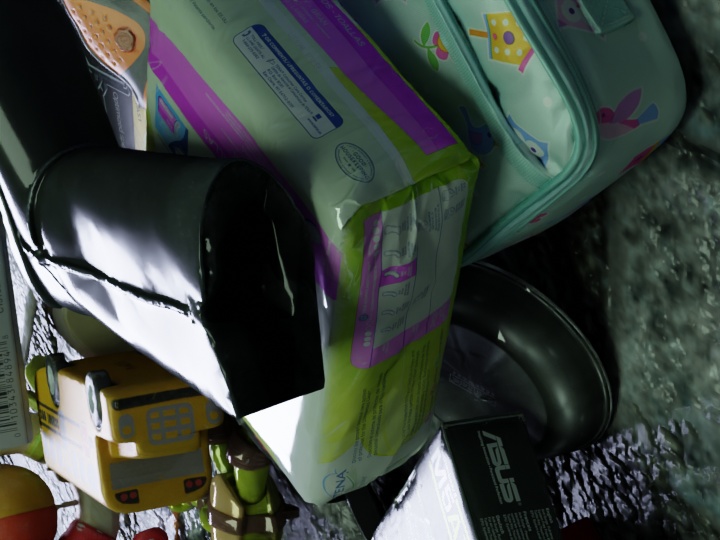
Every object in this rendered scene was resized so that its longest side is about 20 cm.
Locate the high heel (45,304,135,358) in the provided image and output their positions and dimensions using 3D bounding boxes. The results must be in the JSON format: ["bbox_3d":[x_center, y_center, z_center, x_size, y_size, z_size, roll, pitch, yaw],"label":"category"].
[{"bbox_3d":[-0.173,-0.031,1.265,0.143,0.071,0.201,-118,4,-61],"label":"high heel"}]

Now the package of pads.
[{"bbox_3d":[-0.025,-0.016,0.839,0.155,0.068,0.201,51,153,29],"label":"package of pads"}]

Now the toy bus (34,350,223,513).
[{"bbox_3d":[-0.129,0.083,1.140,0.200,0.065,0.079,-172,75,-70],"label":"toy bus"}]

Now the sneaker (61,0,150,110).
[{"bbox_3d":[-0.085,-0.161,0.917,0.111,0.077,0.202,12,106,30],"label":"sneaker"}]

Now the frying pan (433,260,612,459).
[{"bbox_3d":[0.043,0.057,0.943,0.115,0.031,0.190,42,146,-1],"label":"frying pan"}]

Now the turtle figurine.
[{"bbox_3d":[-0.065,0.134,1.175,0.200,0.064,0.163,-138,44,-62],"label":"turtle figurine"}]

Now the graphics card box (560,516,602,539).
[{"bbox_3d":[0.088,0.213,0.995,0.126,0.051,0.200,58,149,16],"label":"graphics card box"}]

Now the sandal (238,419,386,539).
[{"bbox_3d":[-0.030,0.083,1.034,0.075,0.045,0.201,-115,1,-52],"label":"sandal"}]

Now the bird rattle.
[{"bbox_3d":[-0.203,0.159,1.346,0.113,0.162,0.202,-154,54,-74],"label":"bird rattle"}]

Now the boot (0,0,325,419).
[{"bbox_3d":[-0.095,-0.040,0.794,0.200,0.065,0.166,25,142,60],"label":"boot"}]

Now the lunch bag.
[{"bbox_3d":[0.034,-0.112,0.811,0.201,0.077,0.160,61,152,6],"label":"lunch bag"}]

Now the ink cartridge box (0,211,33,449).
[{"bbox_3d":[-0.245,-0.015,1.268,0.200,0.043,0.198,-142,44,-66],"label":"ink cartridge box"}]

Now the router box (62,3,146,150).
[{"bbox_3d":[-0.084,-0.054,1.078,0.157,0.052,0.201,30,136,46],"label":"router box"}]

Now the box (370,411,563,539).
[{"bbox_3d":[0.052,0.195,0.914,0.194,0.047,0.201,119,141,-52],"label":"box"}]
